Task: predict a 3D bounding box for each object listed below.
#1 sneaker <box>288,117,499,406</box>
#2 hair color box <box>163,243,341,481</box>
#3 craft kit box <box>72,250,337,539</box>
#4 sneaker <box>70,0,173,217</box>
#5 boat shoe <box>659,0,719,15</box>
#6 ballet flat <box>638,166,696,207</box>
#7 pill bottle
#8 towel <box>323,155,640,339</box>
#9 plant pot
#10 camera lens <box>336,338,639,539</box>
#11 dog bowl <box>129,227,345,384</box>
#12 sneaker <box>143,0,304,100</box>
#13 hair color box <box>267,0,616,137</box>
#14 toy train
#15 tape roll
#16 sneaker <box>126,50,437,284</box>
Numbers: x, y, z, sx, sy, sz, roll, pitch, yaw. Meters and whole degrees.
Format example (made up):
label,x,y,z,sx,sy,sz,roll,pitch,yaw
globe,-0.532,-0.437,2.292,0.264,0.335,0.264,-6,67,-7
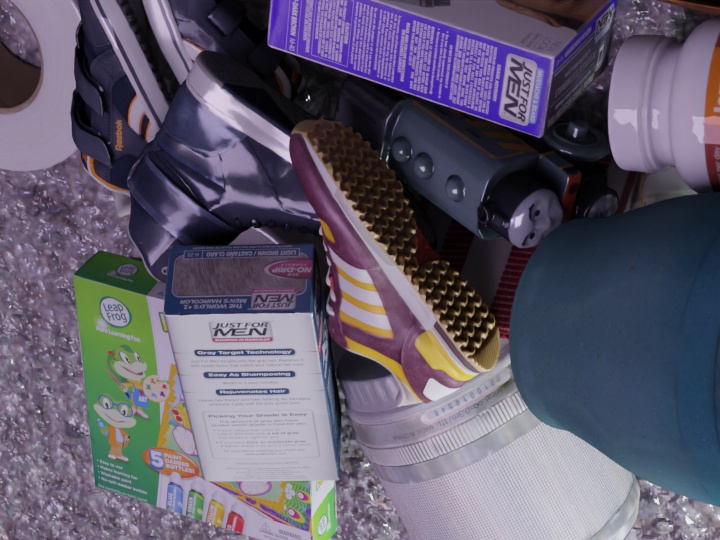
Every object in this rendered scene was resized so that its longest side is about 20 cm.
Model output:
label,x,y,z,sx,sy,sz,roll,pitch,yaw
sneaker,0.000,0.000,1.576,0.090,0.075,0.201,-30,99,31
hair color box,-0.069,0.065,1.663,0.099,0.061,0.201,-1,143,5
craft kit box,-0.113,0.098,1.830,0.199,0.049,0.199,14,123,24
sneaker,-0.168,-0.112,1.707,0.079,0.079,0.201,-21,129,2
boat shoe,0.165,-0.207,1.519,0.199,0.068,0.072,21,128,19
ballet flat,0.217,-0.014,1.615,0.068,0.063,0.201,2,120,30
pill bottle,0.257,-0.096,1.495,0.199,0.112,0.113,5,122,23
towel,0.081,-0.021,1.651,0.199,0.145,0.023,6,151,28
plant pot,0.200,0.042,1.487,0.187,0.200,0.201,9,125,43
camera lens,0.091,0.122,1.716,0.159,0.160,0.201,-16,110,37
dog bowl,-0.084,0.018,1.825,0.199,0.059,0.201,16,127,23
sneaker,-0.087,-0.147,1.698,0.079,0.079,0.201,-16,112,15
hair color box,0.052,-0.162,1.590,0.199,0.109,0.065,21,126,18
toy train,0.073,-0.078,1.600,0.200,0.113,0.086,39,131,36
tape roll,-0.256,-0.177,1.797,0.201,0.071,0.204,16,126,23
sneaker,-0.061,-0.032,1.651,0.202,0.077,0.147,35,110,-3
